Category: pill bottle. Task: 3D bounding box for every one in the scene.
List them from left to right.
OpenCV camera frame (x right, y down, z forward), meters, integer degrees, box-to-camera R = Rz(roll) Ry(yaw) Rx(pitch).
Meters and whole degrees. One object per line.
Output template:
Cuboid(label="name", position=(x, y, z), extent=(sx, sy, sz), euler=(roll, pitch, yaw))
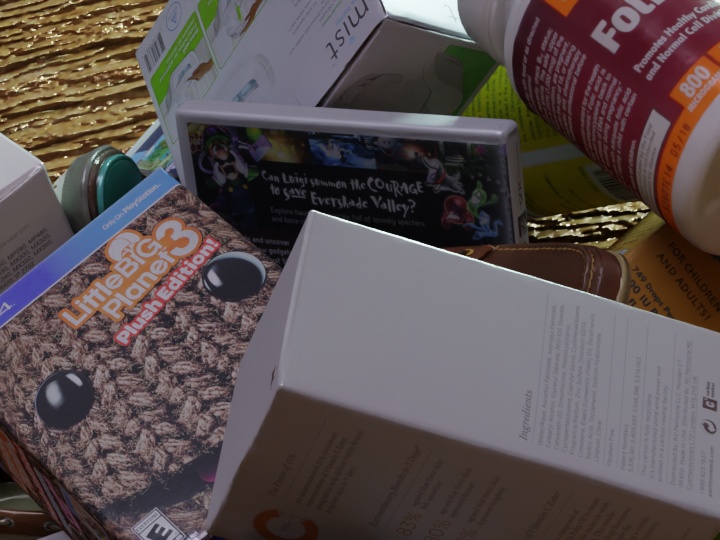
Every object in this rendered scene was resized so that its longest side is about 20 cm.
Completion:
Cuboid(label="pill bottle", position=(0.104, -0.087, 1.389), extent=(0.199, 0.113, 0.113), euler=(-9, 39, 36))
Cuboid(label="pill bottle", position=(0.145, -0.107, 1.217), extent=(0.114, 0.115, 0.200), euler=(-34, 50, -16))

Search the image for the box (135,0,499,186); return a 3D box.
Cuboid(label="box", position=(-0.029, -0.126, 1.383), extent=(0.096, 0.200, 0.177), euler=(9, 42, -36))

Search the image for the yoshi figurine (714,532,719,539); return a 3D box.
Cuboid(label="yoshi figurine", position=(0.207, 0.104, 1.068), extent=(0.111, 0.113, 0.200), euler=(16, 18, -20))

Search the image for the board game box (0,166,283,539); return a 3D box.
Cuboid(label="board game box", position=(-0.089, 0.072, 1.220), extent=(0.159, 0.097, 0.200), euler=(-40, 54, -17))

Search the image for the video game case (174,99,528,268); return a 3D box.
Cuboid(label="video game case", position=(0.000, 0.000, 1.304), extent=(0.199, 0.183, 0.023), euler=(6, 27, 27))

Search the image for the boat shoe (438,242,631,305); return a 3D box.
Cuboid(label="boat shoe", position=(0.051, 0.024, 1.193), extent=(0.200, 0.067, 0.072), euler=(-16, 54, 51))

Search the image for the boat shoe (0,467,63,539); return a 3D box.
Cuboid(label="boat shoe", position=(-0.143, 0.121, 1.305), extent=(0.199, 0.074, 0.076), euler=(-13, 41, 8))

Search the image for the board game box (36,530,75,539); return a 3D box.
Cuboid(label="board game box", position=(-0.136, 0.192, 1.232), extent=(0.199, 0.035, 0.127), euler=(-19, 56, 1))

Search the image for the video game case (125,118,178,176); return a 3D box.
Cuboid(label="video game case", position=(-0.094, -0.028, 1.490), extent=(0.181, 0.023, 0.200), euler=(15, 53, 34))

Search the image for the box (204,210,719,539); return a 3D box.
Cuboid(label="box", position=(0.048, 0.073, 1.047), extent=(0.199, 0.125, 0.098), euler=(17, 51, -9))

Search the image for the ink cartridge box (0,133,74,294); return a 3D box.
Cuboid(label="ink cartridge box", position=(-0.214, 0.009, 1.359), extent=(0.084, 0.201, 0.144), euler=(-38, 44, -21))

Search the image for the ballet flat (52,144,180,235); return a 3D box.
Cuboid(label="ballet flat", position=(-0.145, -0.032, 1.375), extent=(0.063, 0.200, 0.068), euler=(2, 87, 13))

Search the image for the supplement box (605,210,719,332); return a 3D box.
Cuboid(label="supplement box", position=(0.172, -0.003, 1.255), extent=(0.200, 0.067, 0.069), euler=(-40, 4, -19))
